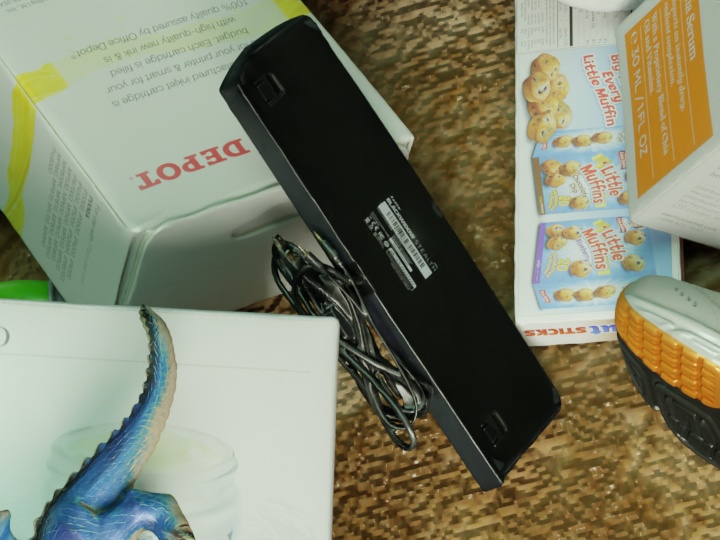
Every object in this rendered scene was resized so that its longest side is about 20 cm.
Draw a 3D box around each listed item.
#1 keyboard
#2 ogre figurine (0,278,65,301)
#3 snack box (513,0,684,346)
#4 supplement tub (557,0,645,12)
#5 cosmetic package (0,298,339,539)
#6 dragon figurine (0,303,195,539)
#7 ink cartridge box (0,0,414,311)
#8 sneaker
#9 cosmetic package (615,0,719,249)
[{"bbox_3d":[0.000,0.000,1.060,0.040,0.104,0.201,-31,96,35],"label":"keyboard"},{"bbox_3d":[-0.176,0.069,1.107,0.119,0.098,0.201,21,79,11],"label":"ogre figurine"},{"bbox_3d":[0.103,-0.063,1.149,0.071,0.024,0.201,-4,60,10],"label":"snack box"},{"bbox_3d":[0.099,-0.224,1.159,0.122,0.123,0.201,-20,56,3],"label":"supplement tub"},{"bbox_3d":[-0.114,0.118,0.987,0.198,0.123,0.202,3,75,-6],"label":"cosmetic package"},{"bbox_3d":[-0.111,0.106,0.890,0.099,0.059,0.202,7,84,-15],"label":"dragon figurine"},{"bbox_3d":[-0.095,-0.076,1.138,0.144,0.084,0.200,-20,57,-31],"label":"ink cartridge box"},{"bbox_3d":[0.198,0.045,1.044,0.199,0.076,0.092,29,64,19],"label":"sneaker"},{"bbox_3d":[0.186,-0.098,1.049,0.071,0.200,0.102,15,55,-25],"label":"cosmetic package"}]
